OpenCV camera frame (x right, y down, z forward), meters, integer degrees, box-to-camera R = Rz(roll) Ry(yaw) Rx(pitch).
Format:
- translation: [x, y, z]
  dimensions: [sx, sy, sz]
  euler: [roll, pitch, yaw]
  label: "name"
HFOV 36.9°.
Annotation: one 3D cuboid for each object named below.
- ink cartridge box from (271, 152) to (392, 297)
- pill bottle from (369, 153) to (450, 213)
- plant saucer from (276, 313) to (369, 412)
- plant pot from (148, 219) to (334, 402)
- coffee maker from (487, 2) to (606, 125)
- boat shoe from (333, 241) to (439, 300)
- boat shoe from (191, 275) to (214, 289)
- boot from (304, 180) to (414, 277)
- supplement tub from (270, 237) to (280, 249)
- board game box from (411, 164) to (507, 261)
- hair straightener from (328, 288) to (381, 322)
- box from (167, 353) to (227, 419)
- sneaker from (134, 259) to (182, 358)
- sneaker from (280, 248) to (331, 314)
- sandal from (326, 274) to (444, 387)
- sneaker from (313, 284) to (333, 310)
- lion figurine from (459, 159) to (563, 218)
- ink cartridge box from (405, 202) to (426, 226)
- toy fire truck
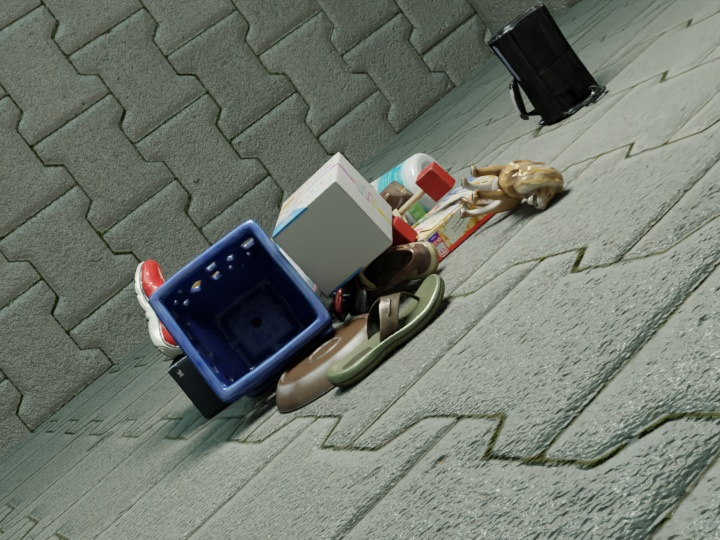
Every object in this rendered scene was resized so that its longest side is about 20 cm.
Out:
- translation: [-0.039, -0.075, 1.612]
  dimensions: [0.128, 0.125, 0.200]
  euler: [-41, 14, 13]
  label: "ink cartridge box"
- translation: [0.069, -0.135, 2.081]
  dimensions: [0.200, 0.111, 0.111]
  euler: [-31, 11, 37]
  label: "pill bottle"
- translation: [-0.042, 0.119, 1.480]
  dimensions: [0.200, 0.032, 0.200]
  euler: [-35, 10, 7]
  label: "plant saucer"
- translation: [-0.163, 0.070, 1.609]
  dimensions: [0.200, 0.200, 0.180]
  euler: [-38, -13, 0]
  label: "plant pot"
- translation: [0.350, -0.390, 2.010]
  dimensions: [0.135, 0.200, 0.192]
  euler: [-43, 11, -31]
  label: "coffee maker"
- translation: [0.019, 0.000, 1.602]
  dimensions: [0.200, 0.072, 0.072]
  euler: [-14, -8, 37]
  label: "boat shoe"
- translation: [-0.271, 0.069, 1.842]
  dimensions: [0.200, 0.071, 0.069]
  euler: [-42, -21, 29]
  label: "boat shoe"
- translation: [-0.006, -0.073, 1.797]
  dimensions: [0.200, 0.064, 0.186]
  euler: [-39, 0, 21]
  label: "boot"
- translation: [-0.180, 0.034, 2.068]
  dimensions: [0.200, 0.145, 0.145]
  euler: [-37, 9, 1]
  label: "supplement tub"
- translation: [0.152, -0.086, 1.719]
  dimensions: [0.200, 0.046, 0.151]
  euler: [-40, 10, -17]
  label: "board game box"
- translation: [-0.006, 0.058, 1.607]
  dimensions: [0.077, 0.041, 0.200]
  euler: [3, -12, -6]
  label: "hair straightener"
- translation: [-0.223, 0.140, 1.815]
  dimensions: [0.148, 0.107, 0.200]
  euler: [-36, 8, 5]
  label: "box"
- translation: [-0.313, 0.055, 1.795]
  dimensions: [0.085, 0.200, 0.077]
  euler: [-35, -35, 10]
  label: "sneaker"
- translation: [-0.076, 0.038, 1.876]
  dimensions: [0.076, 0.114, 0.200]
  euler: [-51, 42, 12]
  label: "sneaker"
- translation: [0.031, 0.068, 1.366]
  dimensions: [0.201, 0.057, 0.080]
  euler: [-40, 10, -19]
  label: "sandal"
- translation: [0.000, 0.000, 1.797]
  dimensions: [0.200, 0.079, 0.095]
  euler: [-38, 2, -15]
  label: "sneaker"
- translation: [0.212, -0.116, 1.553]
  dimensions: [0.122, 0.073, 0.200]
  euler: [-4, 0, -5]
  label: "lion figurine"
- translation: [0.027, -0.046, 1.948]
  dimensions: [0.200, 0.059, 0.104]
  euler: [-28, 13, 45]
  label: "ink cartridge box"
- translation: [0.055, -0.070, 1.697]
  dimensions: [0.200, 0.049, 0.141]
  euler: [-40, 16, 40]
  label: "toy fire truck"
